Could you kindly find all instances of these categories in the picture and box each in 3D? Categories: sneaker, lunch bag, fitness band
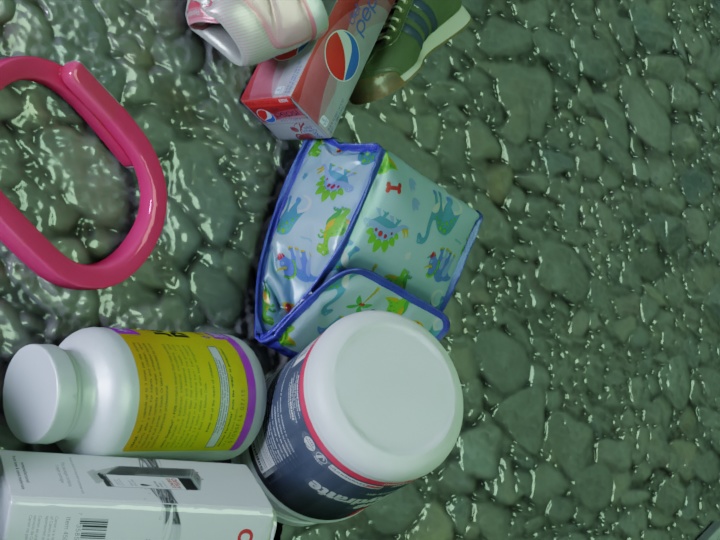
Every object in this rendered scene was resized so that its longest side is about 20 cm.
[{"bbox_3d":[0.033,-0.240,1.427,0.200,0.067,0.091,-46,122,-44],"label":"sneaker"},{"bbox_3d":[0.000,0.000,1.358,0.170,0.127,0.202,30,82,-45],"label":"lunch bag"},{"bbox_3d":[-0.234,-0.076,1.167,0.200,0.037,0.144,50,59,-33],"label":"fitness band"},{"bbox_3d":[-0.116,-0.265,1.260,0.104,0.075,0.201,-32,100,-18],"label":"sneaker"}]

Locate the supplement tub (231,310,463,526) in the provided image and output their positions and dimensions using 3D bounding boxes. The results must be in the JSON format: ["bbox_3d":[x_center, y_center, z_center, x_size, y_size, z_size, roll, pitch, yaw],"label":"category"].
[{"bbox_3d":[-0.016,0.129,1.252,0.139,0.200,0.142,12,63,-23],"label":"supplement tub"}]

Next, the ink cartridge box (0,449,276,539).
[{"bbox_3d":[-0.178,0.220,1.112,0.198,0.083,0.148,7,107,-24],"label":"ink cartridge box"}]

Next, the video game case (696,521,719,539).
[{"bbox_3d":[0.440,0.440,1.890,0.143,0.018,0.202,-30,111,-42],"label":"video game case"}]

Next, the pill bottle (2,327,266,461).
[{"bbox_3d":[-0.176,0.098,1.175,0.199,0.104,0.106,6,85,-47],"label":"pill bottle"}]

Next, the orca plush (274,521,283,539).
[{"bbox_3d":[-0.087,0.266,1.293,0.200,0.071,0.106,-47,122,-36],"label":"orca plush"}]

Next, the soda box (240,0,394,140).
[{"bbox_3d":[-0.029,-0.217,1.356,0.063,0.070,0.201,42,61,-38],"label":"soda box"}]
